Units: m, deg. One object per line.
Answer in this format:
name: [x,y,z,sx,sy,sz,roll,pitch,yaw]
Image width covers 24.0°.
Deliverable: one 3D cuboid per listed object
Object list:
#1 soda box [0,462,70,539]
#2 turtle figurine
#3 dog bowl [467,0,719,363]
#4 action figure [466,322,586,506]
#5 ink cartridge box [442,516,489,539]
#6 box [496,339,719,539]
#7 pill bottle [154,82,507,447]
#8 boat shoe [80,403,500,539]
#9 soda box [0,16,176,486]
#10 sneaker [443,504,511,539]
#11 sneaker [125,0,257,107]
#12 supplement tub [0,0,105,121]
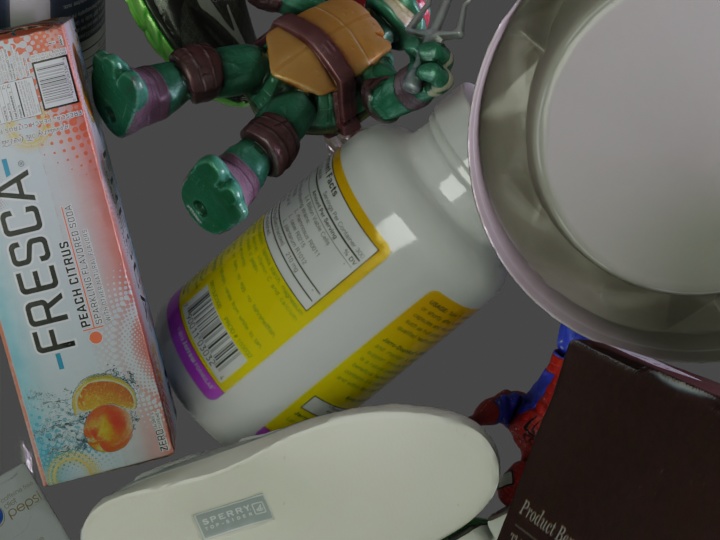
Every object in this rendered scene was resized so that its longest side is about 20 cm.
soda box: [-0.191,0.155,0.867,0.064,0.200,0.068,-30,86,-22]
turtle figurine: [-0.020,-0.104,0.789,0.150,0.200,0.101,35,147,27]
dog bowl: [0.144,-0.063,0.726,0.199,0.059,0.201,0,108,0]
action figure: [0.107,0.034,0.804,0.065,0.099,0.201,28,108,13]
ink cartridge box: [0.111,0.199,0.809,0.199,0.083,0.147,5,79,17]
box: [0.146,0.156,0.631,0.164,0.166,0.201,20,94,-23]
pill bottle: [0.000,0.000,0.827,0.200,0.104,0.104,-40,84,19]
boat shoe: [-0.030,0.103,0.790,0.199,0.069,0.072,-21,101,14]
soda box: [-0.137,-0.010,0.765,0.063,0.068,0.201,-13,102,-3]
sneaker: [0.122,0.139,0.744,0.200,0.076,0.116,-33,71,14]
sneaker: [-0.076,-0.181,0.842,0.083,0.077,0.201,-8,96,23]
supplement tub: [-0.196,-0.133,0.838,0.140,0.140,0.201,11,116,16]
